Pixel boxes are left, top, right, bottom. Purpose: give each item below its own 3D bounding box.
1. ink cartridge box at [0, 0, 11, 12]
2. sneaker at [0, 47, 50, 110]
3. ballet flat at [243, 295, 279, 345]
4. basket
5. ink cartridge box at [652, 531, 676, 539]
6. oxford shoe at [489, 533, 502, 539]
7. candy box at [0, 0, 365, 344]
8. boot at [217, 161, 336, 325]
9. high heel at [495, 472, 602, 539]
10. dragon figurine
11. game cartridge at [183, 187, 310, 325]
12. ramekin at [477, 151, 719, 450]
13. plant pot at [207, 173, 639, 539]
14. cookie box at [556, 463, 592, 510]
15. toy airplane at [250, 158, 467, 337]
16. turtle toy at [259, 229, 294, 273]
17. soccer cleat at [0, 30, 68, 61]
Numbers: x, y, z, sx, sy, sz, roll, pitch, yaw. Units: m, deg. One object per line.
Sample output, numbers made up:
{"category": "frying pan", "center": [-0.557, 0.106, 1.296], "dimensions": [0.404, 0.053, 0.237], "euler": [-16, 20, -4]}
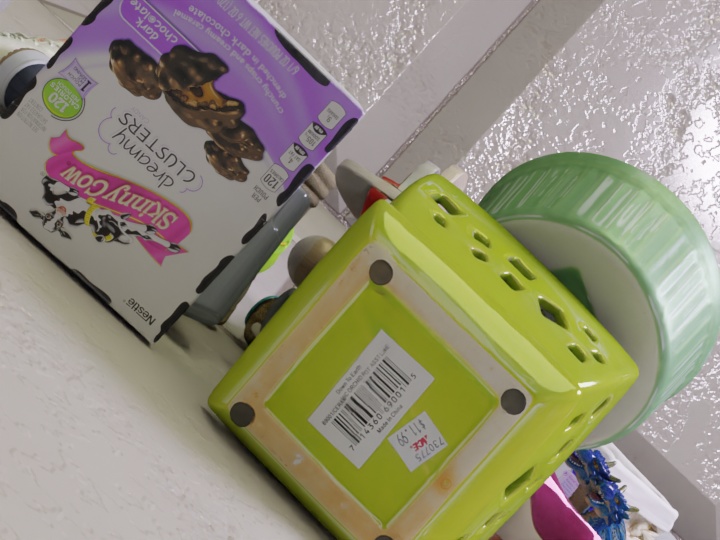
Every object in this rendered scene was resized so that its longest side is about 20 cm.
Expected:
{"category": "ink cartridge box", "center": [-0.377, -0.272, 1.381], "dimensions": [0.146, 0.084, 0.200], "euler": [46, 5, 28]}
{"category": "sneaker", "center": [-0.205, -0.103, 1.419], "dimensions": [0.108, 0.070, 0.200], "euler": [43, 8, 29]}
{"category": "ballet flat", "center": [-0.019, 0.063, 1.442], "dimensions": [0.071, 0.071, 0.199], "euler": [45, 19, 29]}
{"category": "basket", "center": [0.195, 0.207, 1.755], "dimensions": [0.135, 0.124, 0.200], "euler": [39, 5, -36]}
{"category": "ink cartridge box", "center": [0.285, 0.308, 1.749], "dimensions": [0.039, 0.100, 0.200], "euler": [10, 16, -18]}
{"category": "oxford shoe", "center": [0.081, 0.168, 1.280], "dimensions": [0.071, 0.071, 0.201], "euler": [38, 23, -43]}
{"category": "candy box", "center": [-0.124, -0.085, 1.113], "dimensions": [0.168, 0.200, 0.072], "euler": [42, 6, -10]}
{"category": "boot", "center": [-0.112, -0.060, 1.279], "dimensions": [0.200, 0.156, 0.073], "euler": [39, 6, -48]}
{"category": "high heel", "center": [0.142, 0.169, 1.231], "dimensions": [0.067, 0.095, 0.202], "euler": [-32, -105, 55]}
{"category": "dragon figurine", "center": [0.172, 0.217, 1.319], "dimensions": [0.059, 0.098, 0.201], "euler": [-92, 161, -52]}
{"category": "game cartridge", "center": [-0.144, -0.063, 1.200], "dimensions": [0.200, 0.134, 0.041], "euler": [41, -21, -9]}
{"category": "ramekin", "center": [0.145, 0.027, 1.240], "dimensions": [0.200, 0.200, 0.098], "euler": [43, 35, 5]}
{"category": "plant pot", "center": [0.033, 0.072, 1.112], "dimensions": [0.199, 0.200, 0.181], "euler": [44, 13, 10]}
{"category": "cookie box", "center": [0.119, 0.117, 1.505], "dimensions": [0.171, 0.075, 0.200], "euler": [47, 5, -15]}
{"category": "toy airplane", "center": [0.000, 0.000, 1.321], "dimensions": [0.140, 0.201, 0.199], "euler": [19, 2, 33]}
{"category": "turtle toy", "center": [-0.117, -0.064, 1.543], "dimensions": [0.100, 0.146, 0.201], "euler": [18, -27, 38]}
{"category": "soccer cleat", "center": [-0.264, -0.167, 1.439], "dimensions": [0.069, 0.078, 0.200], "euler": [45, 5, 31]}
